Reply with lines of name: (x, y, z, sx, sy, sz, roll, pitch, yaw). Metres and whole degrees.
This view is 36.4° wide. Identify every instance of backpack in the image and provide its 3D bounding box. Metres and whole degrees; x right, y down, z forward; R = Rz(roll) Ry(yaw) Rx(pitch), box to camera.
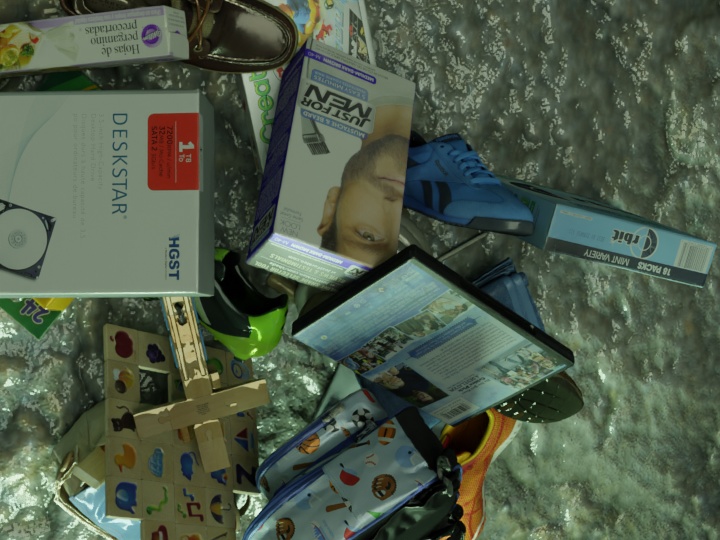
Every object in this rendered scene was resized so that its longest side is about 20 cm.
backpack: (-0.012, 0.210, 0.960, 0.190, 0.154, 0.200, -39, 153, -15)

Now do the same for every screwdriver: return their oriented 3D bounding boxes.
screwdriver: (0.042, 0.007, 1.075, 0.199, 0.028, 0.029, -32, 140, -11)

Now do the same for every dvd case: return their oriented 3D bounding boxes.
dvd case: (0.062, 0.061, 0.911, 0.200, 0.018, 0.142, 32, 131, -31)

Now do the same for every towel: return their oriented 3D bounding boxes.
towel: (0.089, 0.082, 1.079, 0.199, 0.048, 0.112, -32, 119, -16)

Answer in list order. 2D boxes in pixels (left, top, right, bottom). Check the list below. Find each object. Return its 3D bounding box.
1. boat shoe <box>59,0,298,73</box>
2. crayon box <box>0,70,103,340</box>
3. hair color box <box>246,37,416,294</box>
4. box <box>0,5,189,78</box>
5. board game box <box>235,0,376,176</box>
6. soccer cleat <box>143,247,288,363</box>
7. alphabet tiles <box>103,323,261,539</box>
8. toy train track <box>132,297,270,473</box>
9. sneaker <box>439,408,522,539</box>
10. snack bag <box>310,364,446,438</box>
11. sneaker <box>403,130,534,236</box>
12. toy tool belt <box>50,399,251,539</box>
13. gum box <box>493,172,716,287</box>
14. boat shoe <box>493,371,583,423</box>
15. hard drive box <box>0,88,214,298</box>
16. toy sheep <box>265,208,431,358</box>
boat shoe: (-0.150, -0.206, 0.908, 0.199, 0.072, 0.073, 15, 107, -8)
crayon box: (-0.258, -0.057, 0.914, 0.126, 0.052, 0.200, 39, 89, 4)
hair color box: (-0.021, -0.085, 0.913, 0.109, 0.065, 0.201, 19, 59, -20)
box: (-0.236, -0.179, 0.870, 0.199, 0.041, 0.039, -3, 97, 14)
board game box: (-0.052, -0.198, 0.987, 0.126, 0.035, 0.201, -16, 108, -14)
soccer cleat: (-0.151, 0.002, 0.953, 0.199, 0.068, 0.081, 30, 126, 2)
alphabet tiles: (-0.152, 0.156, 0.956, 0.167, 0.008, 0.201, 19, 56, -44)
toy train track: (-0.144, 0.073, 0.927, 0.114, 0.033, 0.201, -14, 106, -12)
sneaker: (0.092, 0.198, 1.075, 0.077, 0.073, 0.201, 2, 110, -43)
snack bag: (0.040, 0.167, 1.114, 0.188, 0.021, 0.201, 23, 94, -22)
sneaker: (0.085, -0.081, 0.974, 0.066, 0.200, 0.079, 10, 100, -34)
toy tool belt: (-0.182, 0.209, 0.992, 0.200, 0.123, 0.125, 38, 89, -23)
gum box: (0.201, -0.045, 1.022, 0.169, 0.200, 0.045, 12, 100, -21)
boat shoe: (0.131, 0.075, 1.001, 0.075, 0.074, 0.200, -30, 132, 34)
hard drive box: (-0.216, -0.057, 0.850, 0.199, 0.077, 0.157, -1, 87, 1)
toy sheep: (0.000, 0.000, 0.996, 0.138, 0.137, 0.200, 53, 47, -22)
